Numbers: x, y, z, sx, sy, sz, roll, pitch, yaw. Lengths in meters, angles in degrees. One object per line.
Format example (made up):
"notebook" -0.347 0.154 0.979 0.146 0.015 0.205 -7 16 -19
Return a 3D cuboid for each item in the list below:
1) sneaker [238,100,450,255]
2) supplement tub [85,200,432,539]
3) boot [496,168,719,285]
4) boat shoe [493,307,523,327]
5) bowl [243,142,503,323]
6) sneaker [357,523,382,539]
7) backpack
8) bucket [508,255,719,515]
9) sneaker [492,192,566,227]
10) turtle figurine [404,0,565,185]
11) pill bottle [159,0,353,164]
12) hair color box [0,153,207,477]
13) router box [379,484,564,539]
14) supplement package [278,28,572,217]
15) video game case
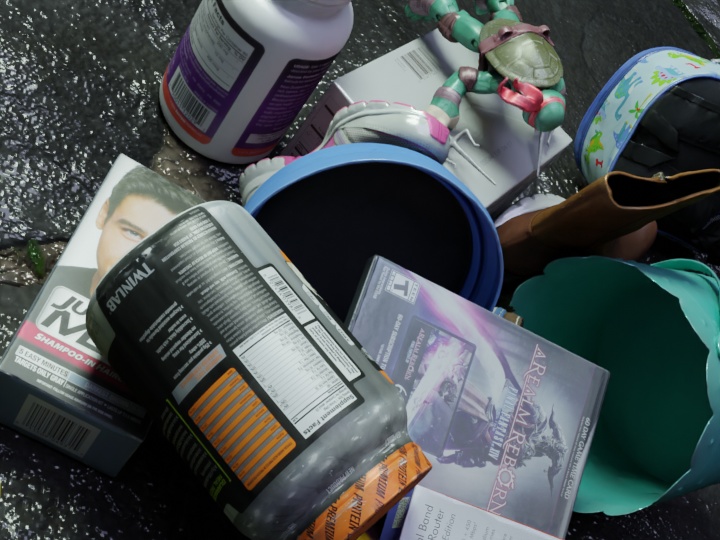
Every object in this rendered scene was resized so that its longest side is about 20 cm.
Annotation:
"sneaker" -0.014 -0.053 0.804 0.081 0.199 0.089 28 51 -35
"supplement tub" -0.057 0.069 0.635 0.122 0.123 0.200 -28 73 -44
"boot" 0.210 -0.048 0.859 0.187 0.200 0.069 -1 74 -26
"boat shoe" 0.115 0.126 0.809 0.072 0.072 0.202 3 70 11
"bowl" 0.000 0.000 0.770 0.199 0.201 0.040 20 30 -21
"sneaker" -0.044 0.196 0.663 0.199 0.090 0.075 -19 70 -41
"backpack" 0.319 -0.129 1.095 0.199 0.184 0.147 17 27 -28
"bucket" 0.215 0.086 0.851 0.134 0.207 0.208 2 56 -42
"sneaker" 0.182 -0.019 0.990 0.199 0.075 0.085 -10 64 -39
"turtle figurine" 0.118 -0.160 0.884 0.149 0.101 0.201 1 53 -34
"pill bottle" -0.073 -0.185 0.849 0.111 0.200 0.112 18 49 -23
"hair color box" -0.163 0.025 0.732 0.098 0.061 0.201 29 46 -13
"router box" 0.078 0.257 0.663 0.178 0.049 0.202 21 72 -9
"supplement package" 0.057 -0.103 0.941 0.156 0.111 0.200 49 44 6
"video game case" 0.070 0.096 0.741 0.199 0.019 0.144 26 71 -15
